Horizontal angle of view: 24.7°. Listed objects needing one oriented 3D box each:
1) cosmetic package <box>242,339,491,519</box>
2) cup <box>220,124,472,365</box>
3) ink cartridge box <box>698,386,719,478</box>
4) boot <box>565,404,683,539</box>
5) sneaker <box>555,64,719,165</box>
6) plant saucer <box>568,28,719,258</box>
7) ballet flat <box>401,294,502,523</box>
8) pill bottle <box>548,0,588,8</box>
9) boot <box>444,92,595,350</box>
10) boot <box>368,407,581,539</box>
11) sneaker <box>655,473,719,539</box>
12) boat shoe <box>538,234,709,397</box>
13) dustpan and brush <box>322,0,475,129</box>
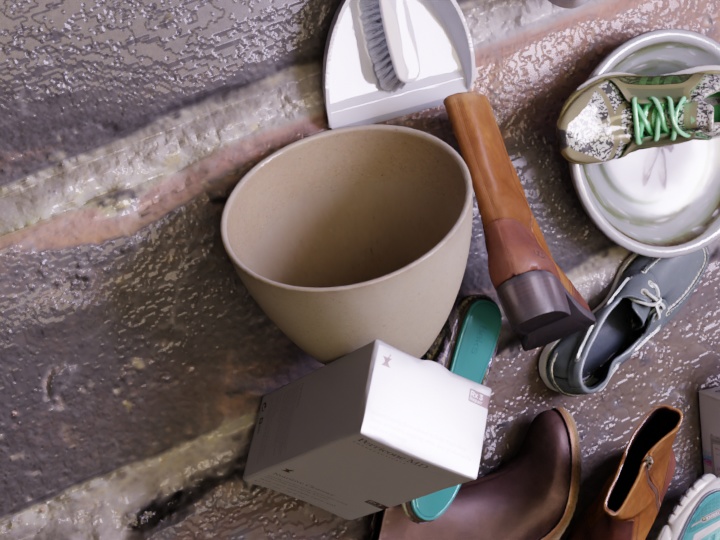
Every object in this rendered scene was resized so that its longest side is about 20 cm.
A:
[{"bbox_3d":[0.003,0.131,1.306,0.112,0.200,0.082,23,65,-21],"label":"cosmetic package"},{"bbox_3d":[0.000,0.000,1.316,0.199,0.200,0.144,-27,132,-16],"label":"cup"},{"bbox_3d":[0.385,0.165,1.540,0.116,0.067,0.202,-10,102,-21],"label":"ink cartridge box"},{"bbox_3d":[0.223,0.218,1.409,0.068,0.200,0.189,35,82,13],"label":"boot"},{"bbox_3d":[0.259,-0.134,1.385,0.199,0.089,0.078,-15,102,-19],"label":"sneaker"},{"bbox_3d":[0.264,-0.113,1.465,0.198,0.050,0.202,-3,97,-22],"label":"plant saucer"},{"bbox_3d":[0.067,0.117,1.402,0.072,0.072,0.202,24,76,-23],"label":"ballet flat"},{"bbox_3d":[0.227,-0.317,1.391,0.199,0.112,0.113,-34,108,-14],"label":"pill bottle"},{"bbox_3d":[0.125,-0.039,1.388,0.068,0.188,0.201,-24,74,18],"label":"boot"},{"bbox_3d":[0.097,0.205,1.426,0.165,0.072,0.202,14,95,-25],"label":"boot"},{"bbox_3d":[0.292,0.283,1.492,0.201,0.079,0.077,-61,155,9],"label":"sneaker"},{"bbox_3d":[0.248,0.041,1.472,0.200,0.062,0.073,-41,109,-12],"label":"boat shoe"},{"bbox_3d":[0.023,-0.224,1.348,0.139,0.057,0.202,-17,103,-19],"label":"dustpan and brush"}]
